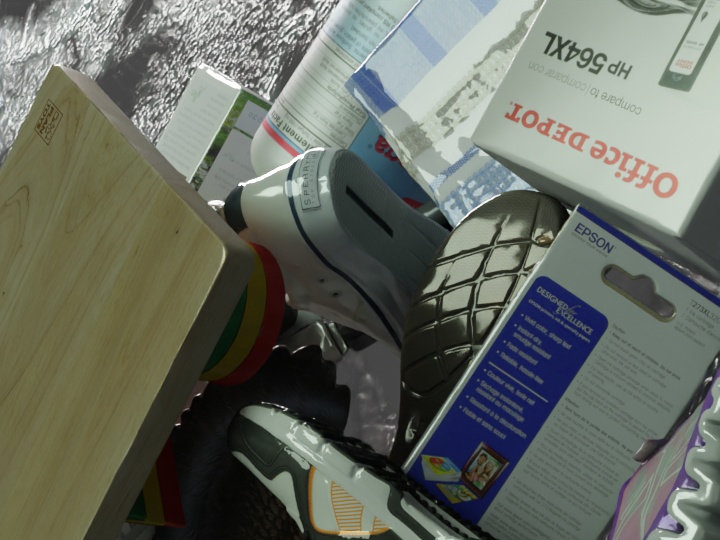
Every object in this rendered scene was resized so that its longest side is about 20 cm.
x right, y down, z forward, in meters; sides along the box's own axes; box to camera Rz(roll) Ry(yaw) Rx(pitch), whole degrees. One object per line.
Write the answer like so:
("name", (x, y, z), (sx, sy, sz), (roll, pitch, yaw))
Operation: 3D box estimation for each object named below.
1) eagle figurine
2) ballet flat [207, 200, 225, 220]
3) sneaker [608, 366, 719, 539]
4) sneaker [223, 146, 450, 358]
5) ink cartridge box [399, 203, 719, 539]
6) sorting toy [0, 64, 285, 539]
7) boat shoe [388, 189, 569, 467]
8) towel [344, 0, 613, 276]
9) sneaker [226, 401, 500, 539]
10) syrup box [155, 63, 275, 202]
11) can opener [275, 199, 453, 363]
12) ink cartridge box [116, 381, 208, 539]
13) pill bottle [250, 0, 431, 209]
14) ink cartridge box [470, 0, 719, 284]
("eagle figurine", (-0.034, 0.150, 1.289), (0.152, 0.150, 0.201), (121, 156, -76))
("ballet flat", (-0.094, 0.061, 1.434), (0.074, 0.074, 0.201), (30, 101, 62))
("sneaker", (0.156, 0.085, 1.092), (0.201, 0.080, 0.088), (-63, 21, -1))
("sneaker", (0.000, 0.000, 1.287), (0.070, 0.200, 0.073), (-8, 55, 26))
("ink cartridge box", (0.084, 0.078, 1.183), (0.200, 0.094, 0.037), (-57, -4, 4))
("sorting toy", (-0.124, 0.037, 1.224), (0.199, 0.069, 0.201), (45, 112, 48))
("boat shoe", (0.060, 0.059, 1.249), (0.074, 0.073, 0.201), (19, 91, 26))
("towel", (0.086, -0.082, 1.314), (0.147, 0.024, 0.200), (-46, 56, 16))
("sneaker", (0.007, 0.130, 1.129), (0.200, 0.074, 0.080), (36, 96, 28))
("syrup box", (-0.106, -0.020, 1.608), (0.201, 0.079, 0.081), (-61, 29, 3))
("can opener", (-0.005, 0.013, 1.362), (0.199, 0.067, 0.053), (-30, 63, 2))
("ink cartridge box", (-0.131, 0.155, 1.332), (0.200, 0.147, 0.083), (-46, 48, -13))
("pill bottle", (0.007, -0.083, 1.446), (0.200, 0.108, 0.109), (-57, 29, 10))
("ink cartridge box", (0.165, -0.110, 1.198), (0.146, 0.084, 0.201), (27, 88, 43))
